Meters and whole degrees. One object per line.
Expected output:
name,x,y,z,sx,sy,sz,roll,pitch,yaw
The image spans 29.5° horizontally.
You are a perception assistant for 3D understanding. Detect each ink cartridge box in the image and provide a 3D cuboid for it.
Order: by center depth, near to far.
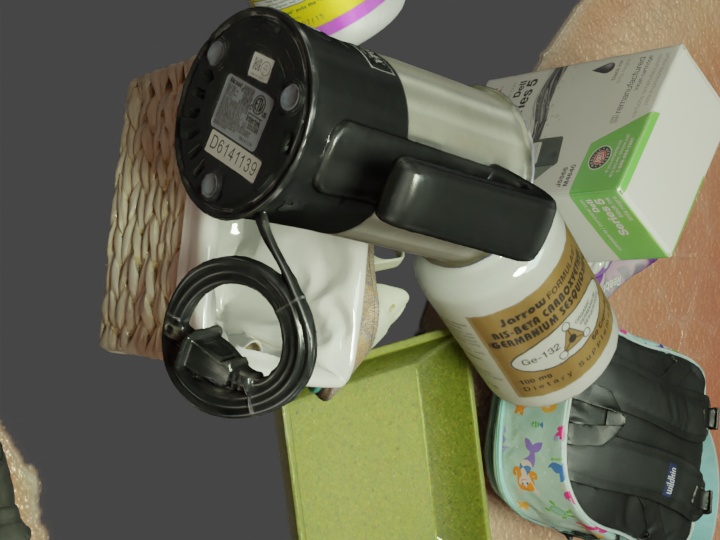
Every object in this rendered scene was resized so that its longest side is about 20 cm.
ink cartridge box,0.167,-0.085,1.078,0.084,0.200,0.146,45,59,-32

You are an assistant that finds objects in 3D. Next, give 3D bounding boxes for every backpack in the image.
backpack,0.188,0.134,1.129,0.200,0.150,0.178,24,71,-49

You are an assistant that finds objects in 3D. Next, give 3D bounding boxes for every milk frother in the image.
milk frother,-0.009,-0.021,0.795,0.188,0.181,0.200,12,124,-43

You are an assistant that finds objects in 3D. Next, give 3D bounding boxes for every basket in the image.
basket,-0.082,-0.030,0.884,0.135,0.123,0.201,11,81,-44

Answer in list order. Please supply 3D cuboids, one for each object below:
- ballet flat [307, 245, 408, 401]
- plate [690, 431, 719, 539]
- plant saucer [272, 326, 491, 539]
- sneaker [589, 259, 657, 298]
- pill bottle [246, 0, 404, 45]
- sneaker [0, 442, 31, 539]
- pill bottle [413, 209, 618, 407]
ballet flat,0.000,0.000,0.963,0.067,0.068,0.201,11,61,-19
plate,0.283,0.217,1.310,0.200,0.026,0.201,0,90,-45
plant saucer,0.010,0.155,1.024,0.200,0.048,0.201,-13,98,-45
sneaker,0.200,0.001,1.201,0.200,0.080,0.089,-15,119,-52
pill bottle,-0.054,-0.248,0.928,0.104,0.104,0.200,-48,121,-34
sneaker,-0.275,0.129,0.736,0.200,0.076,0.091,-5,83,-52
pill bottle,0.103,0.000,0.997,0.200,0.114,0.115,54,55,-39
